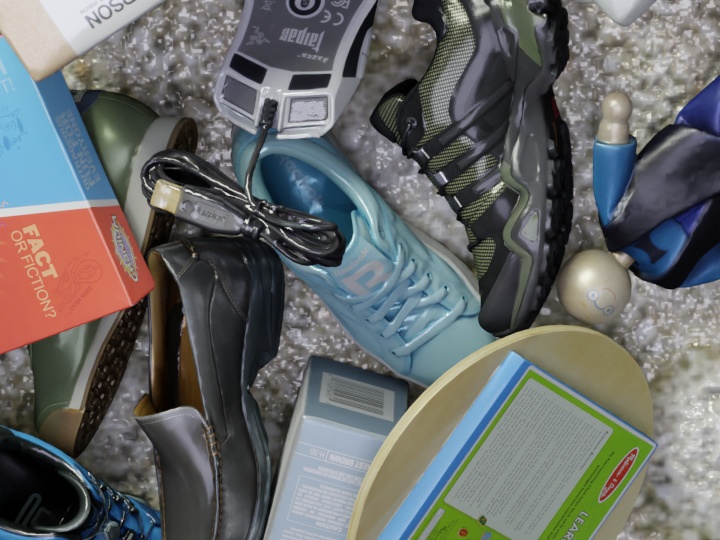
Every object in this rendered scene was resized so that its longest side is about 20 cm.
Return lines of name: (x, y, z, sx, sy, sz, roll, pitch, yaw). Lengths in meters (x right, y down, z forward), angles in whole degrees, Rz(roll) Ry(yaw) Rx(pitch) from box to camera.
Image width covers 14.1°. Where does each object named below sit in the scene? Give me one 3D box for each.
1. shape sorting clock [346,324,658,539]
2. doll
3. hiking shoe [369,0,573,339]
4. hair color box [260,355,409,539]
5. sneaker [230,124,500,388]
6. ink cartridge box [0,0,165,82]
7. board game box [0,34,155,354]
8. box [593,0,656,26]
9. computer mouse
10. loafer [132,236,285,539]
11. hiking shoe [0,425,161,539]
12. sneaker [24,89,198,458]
shape sorting clock: (0.074, 0.117, 1.532, 0.200, 0.039, 0.200, -17, 124, -28)
doll: (0.175, -0.051, 1.509, 0.136, 0.048, 0.200, 37, 103, -31)
hiking shoe: (0.057, -0.064, 1.518, 0.100, 0.076, 0.200, 2, 100, 14)
hair color box: (-0.028, 0.159, 1.566, 0.061, 0.099, 0.200, 16, 107, -3)
sneaker: (0.000, 0.000, 1.526, 0.074, 0.082, 0.200, -43, 100, 14)
ink cartridge box: (-0.087, -0.184, 1.430, 0.200, 0.165, 0.075, -31, 100, 12)
board game box: (-0.226, -0.023, 1.499, 0.200, 0.040, 0.153, -20, 100, 18)
box: (0.135, -0.256, 1.382, 0.171, 0.200, 0.199, 44, 103, -8)
computer mouse: (-0.033, -0.097, 1.478, 0.109, 0.044, 0.200, 14, 65, 13)
loafer: (-0.091, 0.080, 1.530, 0.072, 0.073, 0.200, 6, 84, -40)
hiking shoe: (-0.153, 0.141, 1.547, 0.200, 0.087, 0.075, 28, 79, -23)
sneaker: (-0.157, -0.006, 1.546, 0.090, 0.067, 0.200, 23, 111, 9)
